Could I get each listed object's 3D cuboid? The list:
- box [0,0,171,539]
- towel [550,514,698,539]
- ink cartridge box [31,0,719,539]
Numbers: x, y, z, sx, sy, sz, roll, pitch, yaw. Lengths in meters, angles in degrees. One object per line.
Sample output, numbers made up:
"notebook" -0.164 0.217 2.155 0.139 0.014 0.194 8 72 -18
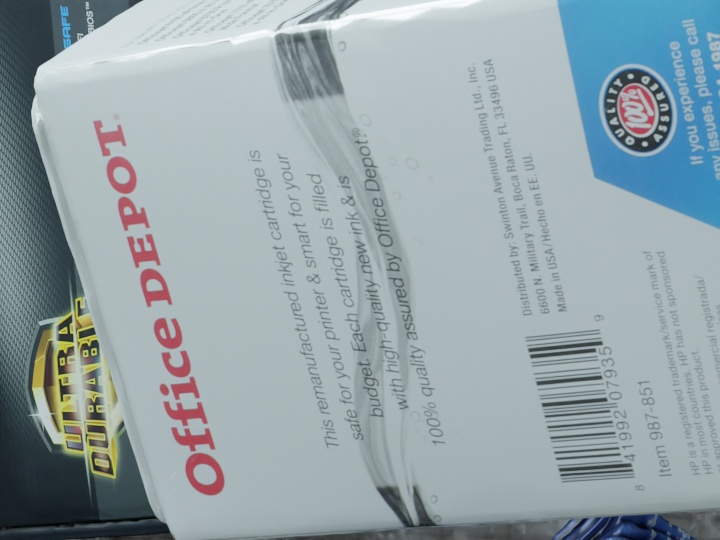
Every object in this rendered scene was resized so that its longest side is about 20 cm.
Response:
"box" -0.117 -0.015 0.742 0.158 0.046 0.202 -6 89 25
"towel" 0.072 0.146 0.701 0.145 0.200 0.024 -46 53 9
"ink cartridge box" 0.029 -0.012 0.632 0.198 0.084 0.146 -6 110 24
